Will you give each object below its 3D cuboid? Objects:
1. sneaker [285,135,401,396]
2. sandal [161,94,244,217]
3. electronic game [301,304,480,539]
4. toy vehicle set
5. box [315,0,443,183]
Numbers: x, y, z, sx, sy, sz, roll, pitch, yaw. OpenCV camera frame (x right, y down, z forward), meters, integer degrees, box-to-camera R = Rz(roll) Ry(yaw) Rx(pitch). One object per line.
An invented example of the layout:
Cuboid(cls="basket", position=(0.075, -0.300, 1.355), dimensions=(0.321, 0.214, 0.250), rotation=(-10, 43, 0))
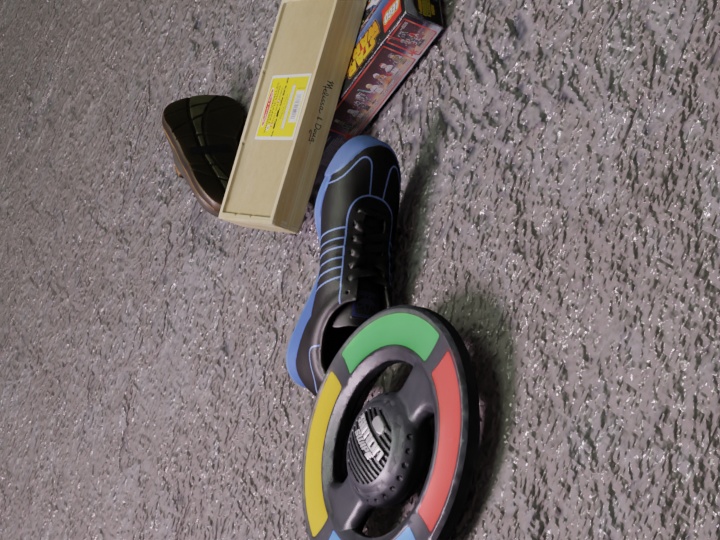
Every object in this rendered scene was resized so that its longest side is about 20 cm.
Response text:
Cuboid(cls="sneaker", position=(0.000, 0.000, 1.446), dimensions=(0.078, 0.069, 0.202), rotation=(16, 94, 62))
Cuboid(cls="sandal", position=(-0.140, -0.102, 1.811), dimensions=(0.201, 0.081, 0.055), rotation=(-116, 28, -48))
Cuboid(cls="electronic game", position=(0.018, 0.123, 1.326), dimensions=(0.199, 0.041, 0.202), rotation=(-30, 53, 49))
Cuboid(cls="toy vehicle set", position=(-0.058, -0.133, 1.604), dimensions=(0.124, 0.026, 0.202), rotation=(11, 84, 65))
Cuboid(cls="box", position=(-0.003, -0.188, 1.605), dimensions=(0.200, 0.040, 0.138), rotation=(-49, 32, 40))
